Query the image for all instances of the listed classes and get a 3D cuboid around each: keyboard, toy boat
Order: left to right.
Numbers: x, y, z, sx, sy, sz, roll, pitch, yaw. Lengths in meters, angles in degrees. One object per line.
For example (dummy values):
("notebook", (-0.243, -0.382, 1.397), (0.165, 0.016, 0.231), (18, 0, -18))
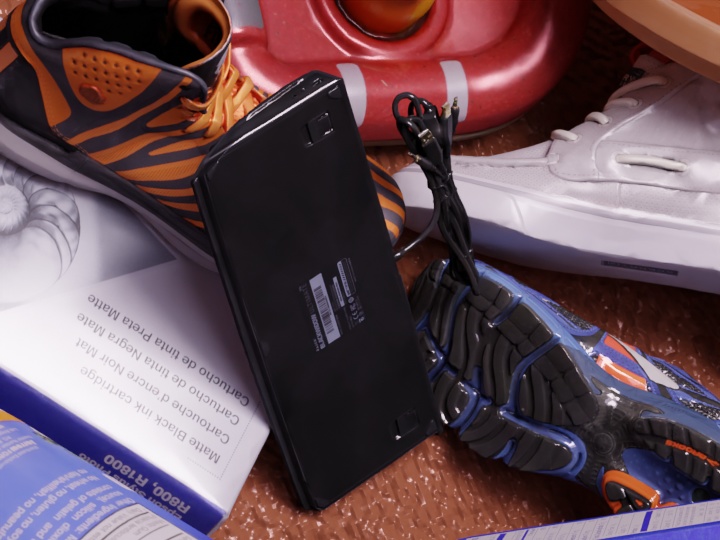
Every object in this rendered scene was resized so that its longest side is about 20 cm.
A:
("keyboard", (0.000, 0.000, 1.159), (0.127, 0.201, 0.021), (-32, 41, -20))
("toy boat", (0.017, -0.133, 1.231), (0.199, 0.131, 0.131), (-5, 73, -26))

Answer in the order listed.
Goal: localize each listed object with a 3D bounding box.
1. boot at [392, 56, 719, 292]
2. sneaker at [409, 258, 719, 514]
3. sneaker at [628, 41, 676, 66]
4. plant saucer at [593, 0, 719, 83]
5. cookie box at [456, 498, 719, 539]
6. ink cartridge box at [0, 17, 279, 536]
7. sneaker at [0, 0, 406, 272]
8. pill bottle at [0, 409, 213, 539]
("boot", (0.115, -0.050, 1.242), (0.199, 0.074, 0.096), (10, 79, -1))
("sneaker", (0.105, 0.061, 1.226), (0.200, 0.076, 0.078), (37, 23, 14))
("sneaker", (0.173, -0.060, 1.316), (0.107, 0.067, 0.202), (24, 62, -10))
("plant saucer", (0.180, -0.119, 1.240), (0.199, 0.032, 0.201), (18, 26, -9))
("cookie box", (0.142, 0.184, 1.125), (0.199, 0.075, 0.172), (-10, 90, 10))
("ink cartridge box", (-0.124, 0.022, 1.160), (0.199, 0.041, 0.201), (32, 61, -10))
("sneaker", (-0.058, -0.062, 1.134), (0.199, 0.112, 0.078), (19, 59, -18))
("pill bottle", (-0.097, 0.142, 1.042), (0.199, 0.112, 0.112), (29, 57, 21))
